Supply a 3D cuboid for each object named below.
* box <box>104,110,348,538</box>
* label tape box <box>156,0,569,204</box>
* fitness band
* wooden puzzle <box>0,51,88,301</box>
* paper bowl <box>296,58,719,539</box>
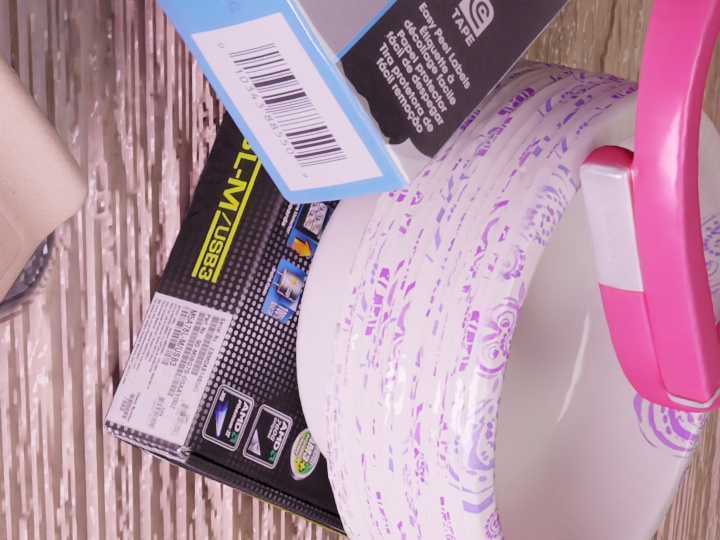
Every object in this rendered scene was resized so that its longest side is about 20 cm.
[{"bbox_3d":[0.000,0.000,0.840,0.193,0.047,0.200,34,75,-54],"label":"box"},{"bbox_3d":[0.013,-0.140,0.731,0.200,0.066,0.143,-49,117,-32],"label":"label tape box"},{"bbox_3d":[0.132,-0.037,0.759,0.144,0.037,0.200,-52,143,-34],"label":"fitness band"},{"bbox_3d":[-0.174,0.001,0.580,0.200,0.037,0.185,-55,145,-20],"label":"wooden puzzle"},{"bbox_3d":[0.053,0.022,0.791,0.201,0.104,0.201,-27,125,-49],"label":"paper bowl"}]
